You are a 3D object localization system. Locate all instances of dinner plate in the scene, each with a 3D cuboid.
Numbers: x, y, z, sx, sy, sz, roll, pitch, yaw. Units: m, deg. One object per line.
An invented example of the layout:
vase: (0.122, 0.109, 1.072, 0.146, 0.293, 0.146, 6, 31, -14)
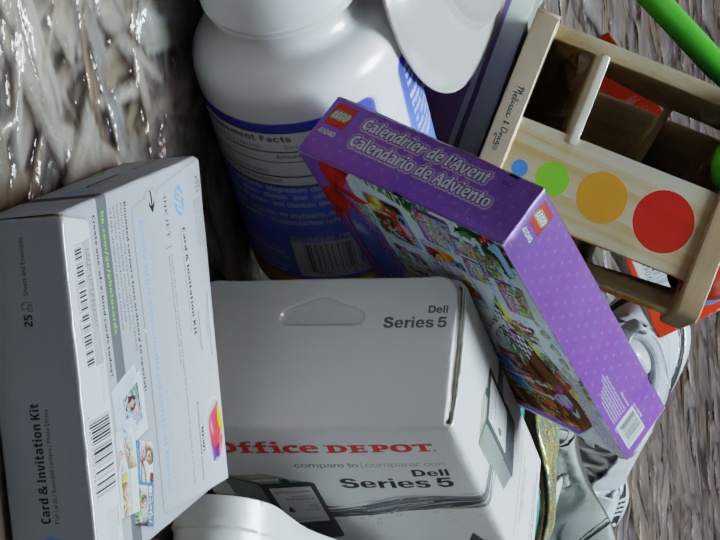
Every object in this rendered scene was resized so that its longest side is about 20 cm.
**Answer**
dinner plate: (0.048, -0.192, 1.520, 0.200, 0.024, 0.201, 0, 90, -67)

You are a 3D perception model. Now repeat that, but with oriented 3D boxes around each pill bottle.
pill bottle: (-0.024, -0.090, 1.523, 0.112, 0.112, 0.200, -79, 160, -46)

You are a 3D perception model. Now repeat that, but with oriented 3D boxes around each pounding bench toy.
pounding bench toy: (0.158, -0.084, 1.605, 0.124, 0.156, 0.200, 53, 58, -87)

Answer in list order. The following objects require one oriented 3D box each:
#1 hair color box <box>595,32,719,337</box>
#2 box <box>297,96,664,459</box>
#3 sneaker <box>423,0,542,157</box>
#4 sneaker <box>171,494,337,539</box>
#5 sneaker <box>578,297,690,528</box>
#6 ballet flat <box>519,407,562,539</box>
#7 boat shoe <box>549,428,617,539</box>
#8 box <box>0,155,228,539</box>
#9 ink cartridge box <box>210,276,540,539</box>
hair color box: (0.164, -0.055, 1.779, 0.200, 0.064, 0.111, -112, 177, -65)
box: (0.063, 0.005, 1.476, 0.039, 0.137, 0.200, -52, 142, -16)
sneaker: (0.046, -0.162, 1.654, 0.073, 0.114, 0.201, 5, 107, -83)
sneaker: (-0.045, 0.187, 1.470, 0.200, 0.073, 0.116, 35, 55, -62)
sneaker: (0.133, 0.107, 1.788, 0.200, 0.075, 0.115, -65, 170, 11)
ballet flat: (0.086, 0.097, 1.634, 0.071, 0.071, 0.201, -45, 139, -72)
boat shoe: (0.088, 0.104, 1.710, 0.074, 0.075, 0.201, 168, -92, -70)
box: (-0.108, 0.039, 1.295, 0.200, 0.041, 0.156, -35, 120, -73)
ink cartridge box: (0.002, 0.087, 1.509, 0.200, 0.145, 0.084, 63, 29, -57)
